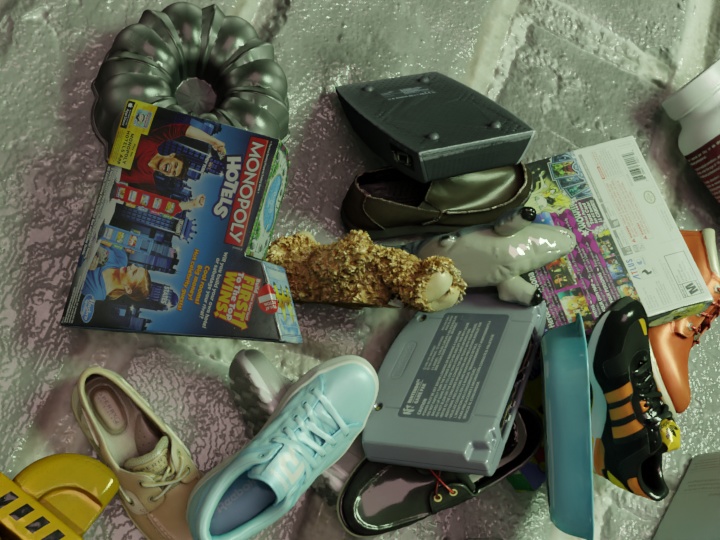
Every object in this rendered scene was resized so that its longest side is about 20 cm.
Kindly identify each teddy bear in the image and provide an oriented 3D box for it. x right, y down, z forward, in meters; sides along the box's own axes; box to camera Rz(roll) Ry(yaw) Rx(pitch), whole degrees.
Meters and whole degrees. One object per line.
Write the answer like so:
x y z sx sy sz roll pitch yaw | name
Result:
0.000 0.000 0.807 0.144 0.197 0.068 19 75 -58 | teddy bear

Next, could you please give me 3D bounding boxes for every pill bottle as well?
0.431 -0.133 0.994 0.112 0.113 0.201 -36 88 -22 | pill bottle

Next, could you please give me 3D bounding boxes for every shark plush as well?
0.105 -0.009 0.859 0.092 0.197 0.083 70 25 -13 | shark plush

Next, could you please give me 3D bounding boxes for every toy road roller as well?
-0.282 0.192 0.695 0.199 0.123 0.147 41 54 -5 | toy road roller

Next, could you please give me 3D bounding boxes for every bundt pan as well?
-0.156 -0.166 0.849 0.198 0.076 0.206 4 75 -16 | bundt pan

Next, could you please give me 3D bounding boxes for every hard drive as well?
0.065 -0.143 0.863 0.133 0.200 0.043 -13 121 -19 | hard drive

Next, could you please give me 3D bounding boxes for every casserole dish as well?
0.181 0.139 0.786 0.038 0.121 0.204 -2 100 9 | casserole dish

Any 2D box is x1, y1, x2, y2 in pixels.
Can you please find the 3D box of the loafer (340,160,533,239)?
0.078 -0.078 0.872 0.196 0.072 0.074 -13 63 -6 | loafer

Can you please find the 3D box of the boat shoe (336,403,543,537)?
0.071 0.170 0.780 0.199 0.063 0.075 -23 88 -21 | boat shoe

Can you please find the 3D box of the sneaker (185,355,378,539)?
-0.055 0.153 0.716 0.200 0.082 0.074 -46 103 -5 | sneaker

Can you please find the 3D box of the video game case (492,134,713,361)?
0.228 -0.027 0.898 0.178 0.036 0.203 -16 64 -5 | video game case

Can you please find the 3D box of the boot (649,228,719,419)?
0.329 0.049 0.906 0.105 0.075 0.204 -7 69 18 | boot

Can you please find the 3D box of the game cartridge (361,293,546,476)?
0.081 0.095 0.797 0.131 0.041 0.201 4 40 26 | game cartridge

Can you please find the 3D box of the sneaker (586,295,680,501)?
0.258 0.120 0.815 0.069 0.090 0.203 -25 125 -31 | sneaker

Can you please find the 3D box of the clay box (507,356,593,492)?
0.196 0.110 0.894 0.199 0.048 0.115 -39 90 -21 | clay box

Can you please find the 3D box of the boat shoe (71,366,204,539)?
-0.178 0.168 0.756 0.072 0.065 0.201 -35 87 -22 | boat shoe

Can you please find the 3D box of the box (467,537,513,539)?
0.143 0.371 0.763 0.198 0.131 0.201 38 68 -4 | box

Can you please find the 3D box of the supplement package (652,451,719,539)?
0.355 0.289 0.855 0.116 0.117 0.201 39 68 -4 | supplement package

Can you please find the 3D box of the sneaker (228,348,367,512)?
-0.039 0.140 0.810 0.200 0.074 0.082 49 61 -12 | sneaker

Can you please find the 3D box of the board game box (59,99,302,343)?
-0.130 -0.019 0.753 0.197 0.062 0.203 17 89 15 | board game box
